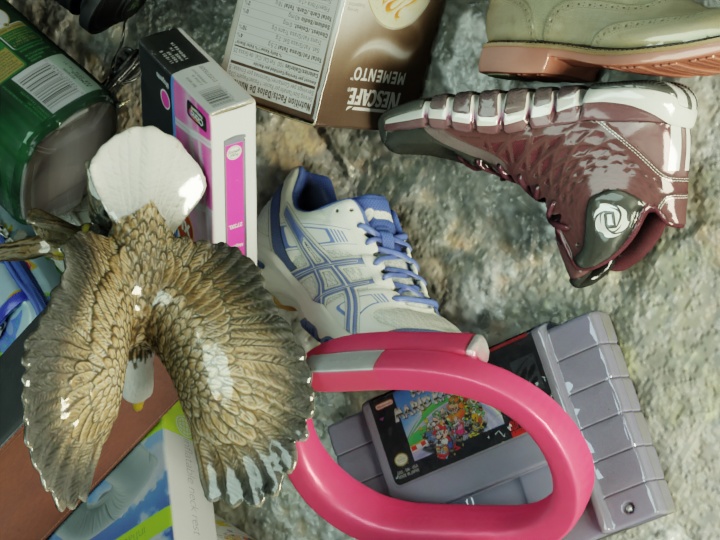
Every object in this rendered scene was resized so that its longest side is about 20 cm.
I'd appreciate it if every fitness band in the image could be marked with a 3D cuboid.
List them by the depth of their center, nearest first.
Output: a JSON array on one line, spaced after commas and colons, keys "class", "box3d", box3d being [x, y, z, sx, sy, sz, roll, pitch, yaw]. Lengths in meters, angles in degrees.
[{"class": "fitness band", "box3d": [0.039, 0.100, 1.410, 0.199, 0.037, 0.144, -1, 127, 32]}]

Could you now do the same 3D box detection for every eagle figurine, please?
[{"class": "eagle figurine", "box3d": [-0.123, 0.036, 1.400, 0.151, 0.151, 0.200, -33, 40, 6]}]

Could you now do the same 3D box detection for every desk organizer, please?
[{"class": "desk organizer", "box3d": [-0.193, 0.092, 1.553, 0.200, 0.077, 0.072, -46, 38, 17]}]

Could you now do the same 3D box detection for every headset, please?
[{"class": "headset", "box3d": [-0.185, -0.183, 1.547, 0.094, 0.200, 0.123, -46, 51, -13]}]

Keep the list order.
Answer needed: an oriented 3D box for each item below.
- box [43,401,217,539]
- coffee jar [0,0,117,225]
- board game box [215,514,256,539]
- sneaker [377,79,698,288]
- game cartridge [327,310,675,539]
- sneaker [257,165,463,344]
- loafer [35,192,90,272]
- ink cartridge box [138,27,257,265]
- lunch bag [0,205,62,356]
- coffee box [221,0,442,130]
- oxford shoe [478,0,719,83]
[{"class": "box", "box3d": [-0.145, 0.169, 1.553, 0.122, 0.048, 0.201, -35, 45, 28]}, {"class": "coffee jar", "box3d": [-0.246, -0.128, 1.564, 0.200, 0.085, 0.105, 43, 149, 21]}, {"class": "board game box", "box3d": [-0.057, 0.255, 1.549, 0.199, 0.034, 0.135, 28, 104, 30]}, {"class": "sneaker", "box3d": [0.100, -0.047, 1.427, 0.199, 0.076, 0.116, -2, 92, 32]}, {"class": "game cartridge", "box3d": [0.078, 0.115, 1.465, 0.199, 0.038, 0.130, -26, 80, 30]}, {"class": "sneaker", "box3d": [0.000, 0.000, 1.475, 0.200, 0.075, 0.089, 31, 101, 42]}, {"class": "loafer", "box3d": [-0.182, -0.051, 1.611, 0.200, 0.070, 0.070, 47, 122, 25]}, {"class": "ink cartridge box", "box3d": [-0.096, -0.037, 1.491, 0.095, 0.037, 0.201, 45, 146, 44]}, {"class": "lunch bag", "box3d": [-0.265, 0.055, 1.648, 0.200, 0.082, 0.161, -49, 59, 25]}, {"class": "coffee box", "box3d": [-0.004, -0.189, 1.471, 0.079, 0.114, 0.201, 20, 101, 31]}, {"class": "oxford shoe", "box3d": [0.153, -0.146, 1.394, 0.199, 0.071, 0.074, 1, 88, 33]}]
